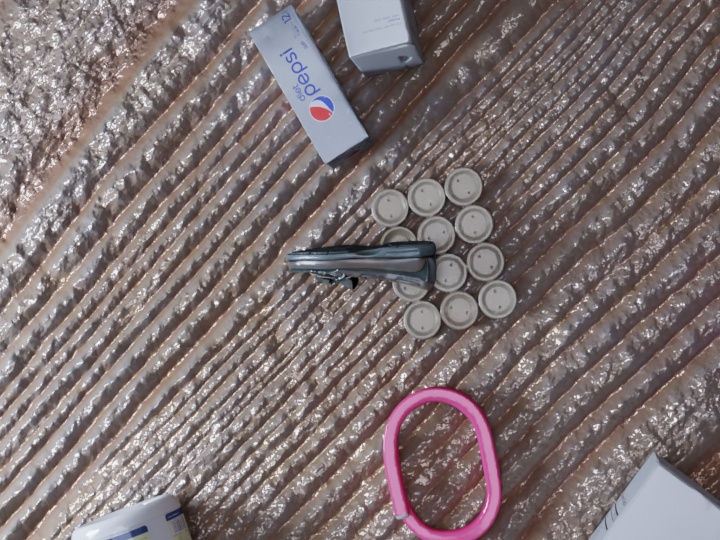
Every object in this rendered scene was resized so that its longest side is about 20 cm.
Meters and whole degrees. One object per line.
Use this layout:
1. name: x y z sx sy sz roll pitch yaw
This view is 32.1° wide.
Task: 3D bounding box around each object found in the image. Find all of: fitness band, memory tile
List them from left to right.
1. fitness band: 0.103 0.248 1.582 0.142 0.037 0.202 -11 88 8
2. memory tile: 0.105 -0.021 1.598 0.152 0.017 0.202 -17 87 9

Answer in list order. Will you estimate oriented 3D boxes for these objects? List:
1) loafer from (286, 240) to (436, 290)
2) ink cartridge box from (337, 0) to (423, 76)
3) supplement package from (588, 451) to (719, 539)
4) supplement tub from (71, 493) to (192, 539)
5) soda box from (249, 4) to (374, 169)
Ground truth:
1. loafer: 0.000 0.000 1.580 0.198 0.072 0.064 -3 98 20
2. ink cartridge box: 0.014 -0.354 1.553 0.084 0.144 0.202 -14 87 9
3. supplement package: 0.344 0.338 1.499 0.121 0.120 0.201 37 95 9
4. supplement tub: -0.270 0.400 1.585 0.144 0.145 0.202 -20 86 8
5. soda box: -0.062 -0.234 1.604 0.068 0.063 0.201 -31 85 6
